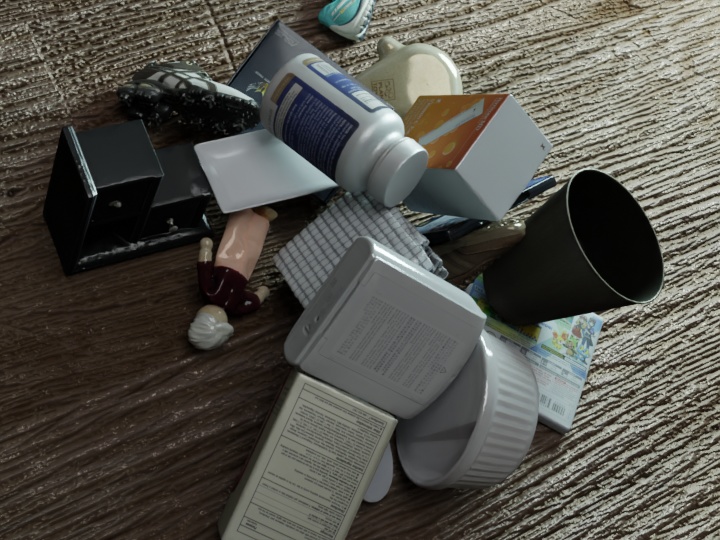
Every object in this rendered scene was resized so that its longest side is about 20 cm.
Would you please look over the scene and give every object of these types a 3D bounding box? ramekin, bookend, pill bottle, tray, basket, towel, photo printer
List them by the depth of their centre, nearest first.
[{"bbox_3d":[0.036,0.072,1.369,0.199,0.167,0.070,28,14,-32],"label":"photo printer"},{"bbox_3d":[-0.256,-0.098,1.435,0.198,0.199,0.093,-16,71,-28],"label":"bookend"},{"bbox_3d":[0.131,0.169,1.463,0.093,0.202,0.204,18,59,-25],"label":"ramekin"},{"bbox_3d":[-0.018,-0.166,1.479,0.199,0.111,0.111,38,57,20],"label":"pill bottle"},{"bbox_3d":[0.000,0.000,1.479,0.165,0.086,0.200,-38,40,-2],"label":"towel"},{"bbox_3d":[-0.101,-0.130,1.528,0.198,0.022,0.108,-16,65,-25],"label":"tray"},{"bbox_3d":[0.257,-0.012,1.553,0.136,0.200,0.181,-36,94,-38],"label":"basket"}]

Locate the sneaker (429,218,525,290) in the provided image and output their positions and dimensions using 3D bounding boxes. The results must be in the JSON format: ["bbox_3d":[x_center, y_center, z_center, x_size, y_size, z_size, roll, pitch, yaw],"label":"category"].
[{"bbox_3d":[0.130,-0.008,1.560,0.070,0.198,0.076,-33,103,-59],"label":"sneaker"}]

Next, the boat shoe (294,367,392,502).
[{"bbox_3d":[-0.026,0.183,1.465,0.072,0.066,0.201,-30,96,-30],"label":"boat shoe"}]

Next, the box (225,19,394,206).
[{"bbox_3d":[-0.078,-0.207,1.609,0.199,0.051,0.158,38,85,0],"label":"box"}]

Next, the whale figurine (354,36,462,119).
[{"bbox_3d":[0.041,-0.241,1.691,0.198,0.104,0.161,-7,88,1],"label":"whale figurine"}]

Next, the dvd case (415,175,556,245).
[{"bbox_3d":[0.146,-0.075,1.611,0.199,0.142,0.018,-27,100,-31],"label":"dvd case"}]

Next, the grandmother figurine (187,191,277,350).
[{"bbox_3d":[-0.160,0.008,1.500,0.121,0.060,0.202,33,61,-27],"label":"grandmother figurine"}]

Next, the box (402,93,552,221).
[{"bbox_3d":[0.123,-0.145,1.542,0.097,0.199,0.125,45,73,-28],"label":"box"}]

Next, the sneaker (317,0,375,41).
[{"bbox_3d":[-0.007,-0.425,1.767,0.079,0.078,0.202,18,60,-2],"label":"sneaker"}]

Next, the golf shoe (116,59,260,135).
[{"bbox_3d":[-0.209,-0.231,1.550,0.198,0.078,0.095,11,54,18],"label":"golf shoe"}]

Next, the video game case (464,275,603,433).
[{"bbox_3d":[0.214,0.094,1.626,0.199,0.022,0.183,28,59,-5],"label":"video game case"}]

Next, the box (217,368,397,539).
[{"bbox_3d":[-0.061,0.227,1.362,0.127,0.109,0.202,26,84,-8],"label":"box"}]
